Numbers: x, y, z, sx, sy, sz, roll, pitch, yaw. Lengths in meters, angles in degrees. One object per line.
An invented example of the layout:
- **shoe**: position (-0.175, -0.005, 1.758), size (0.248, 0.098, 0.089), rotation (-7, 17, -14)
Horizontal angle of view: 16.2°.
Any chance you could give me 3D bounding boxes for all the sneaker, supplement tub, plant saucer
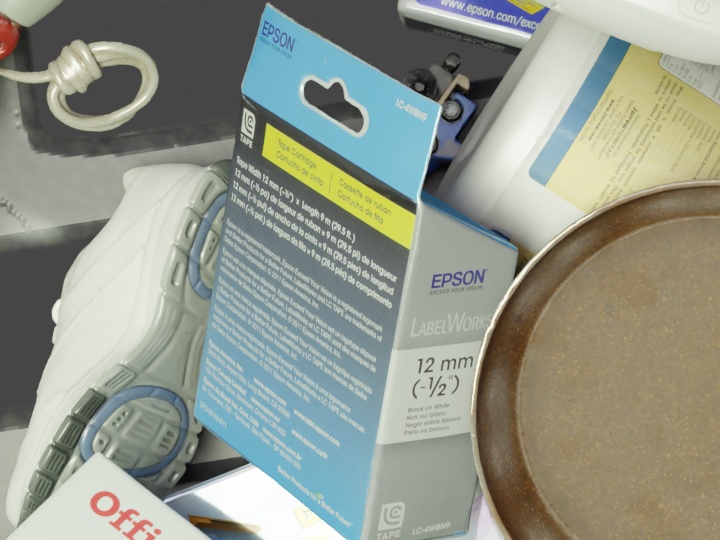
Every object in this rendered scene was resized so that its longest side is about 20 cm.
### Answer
- **sneaker**: position (-0.112, 0.038, 1.191), size (0.087, 0.074, 0.200), rotation (14, 71, 47)
- **supplement tub**: position (0.146, -0.024, 1.132), size (0.200, 0.145, 0.145), rotation (32, 87, -3)
- **plant saucer**: position (0.146, 0.060, 1.053), size (0.200, 0.034, 0.201), rotation (1, 98, 5)

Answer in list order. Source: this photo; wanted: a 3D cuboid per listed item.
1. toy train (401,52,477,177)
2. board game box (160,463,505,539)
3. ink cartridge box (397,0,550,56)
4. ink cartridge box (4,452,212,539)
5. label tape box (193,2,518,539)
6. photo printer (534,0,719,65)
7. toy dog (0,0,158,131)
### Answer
- **toy train**: position (-0.002, -0.016, 1.207), size (0.046, 0.034, 0.200), rotation (33, 88, 5)
- **board game box**: position (-0.012, 0.181, 1.180), size (0.199, 0.041, 0.200), rotation (-21, 82, 3)
- **ink cartridge box**: position (0.139, -0.189, 1.212), size (0.197, 0.047, 0.200), rotation (16, 83, 8)
- **ink cartridge box**: position (-0.124, 0.197, 1.060), size (0.146, 0.083, 0.200), rotation (35, 64, 22)
- **label tape box**: position (0.000, 0.000, 1.094), size (0.066, 0.143, 0.200), rotation (-3, 114, -35)
- **photo printer**: position (0.113, -0.161, 1.091), size (0.166, 0.200, 0.070), rotation (26, 117, 9)
- **toy dog**: position (-0.207, -0.103, 1.208), size (0.200, 0.132, 0.096), rotation (-31, 43, -4)
